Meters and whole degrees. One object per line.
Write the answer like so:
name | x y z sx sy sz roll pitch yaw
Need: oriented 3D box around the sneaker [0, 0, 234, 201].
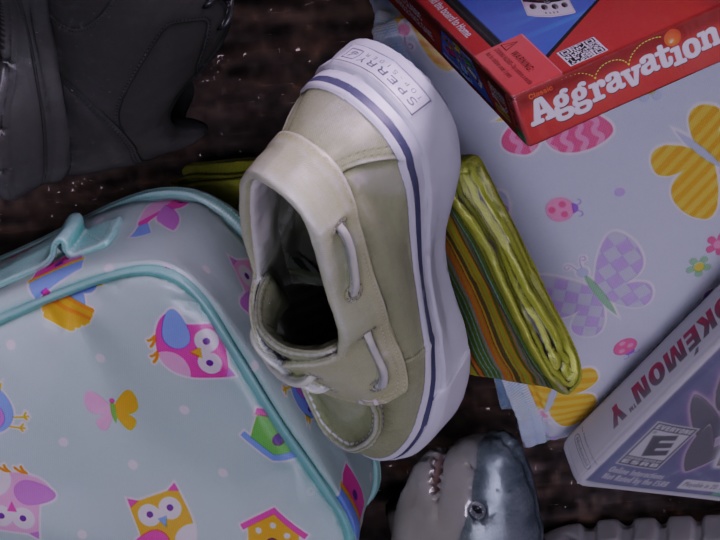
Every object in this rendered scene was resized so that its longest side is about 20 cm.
sneaker | -0.084 -0.106 0.820 0.091 0.076 0.200 -8 146 -13

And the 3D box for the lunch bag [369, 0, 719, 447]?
lunch bag | 0.104 -0.045 0.879 0.170 0.127 0.200 -19 117 5

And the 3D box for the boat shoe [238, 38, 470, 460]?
boat shoe | -0.009 0.005 0.799 0.062 0.072 0.200 -39 152 -22

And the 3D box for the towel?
towel | 0.000 0.000 0.872 0.018 0.200 0.086 -35 108 -25

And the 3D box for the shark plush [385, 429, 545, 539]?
shark plush | 0.060 0.159 0.927 0.083 0.091 0.200 -21 90 25

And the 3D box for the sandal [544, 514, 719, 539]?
sandal | 0.156 0.133 0.956 0.203 0.082 0.050 7 130 26

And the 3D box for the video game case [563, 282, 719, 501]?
video game case | 0.200 0.028 0.879 0.200 0.023 0.182 10 137 -32

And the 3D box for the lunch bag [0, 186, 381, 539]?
lunch bag | -0.099 0.060 0.925 0.200 0.077 0.160 -22 107 24

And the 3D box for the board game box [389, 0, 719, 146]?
board game box | 0.062 -0.099 0.769 0.103 0.200 0.019 -23 118 -6
